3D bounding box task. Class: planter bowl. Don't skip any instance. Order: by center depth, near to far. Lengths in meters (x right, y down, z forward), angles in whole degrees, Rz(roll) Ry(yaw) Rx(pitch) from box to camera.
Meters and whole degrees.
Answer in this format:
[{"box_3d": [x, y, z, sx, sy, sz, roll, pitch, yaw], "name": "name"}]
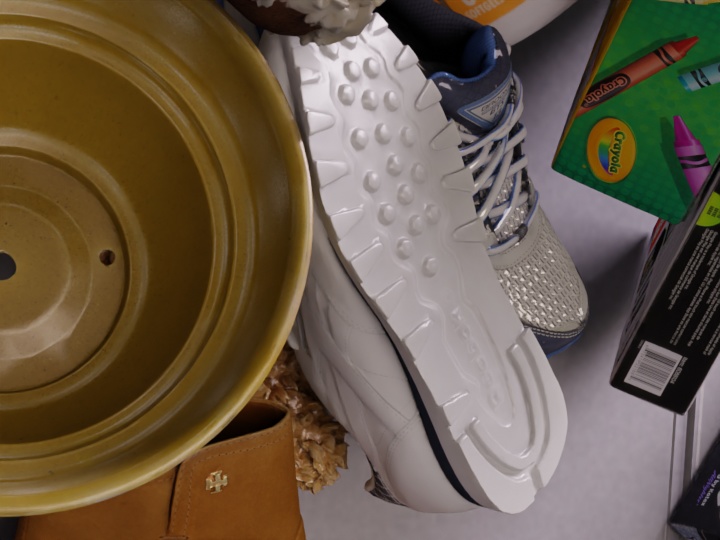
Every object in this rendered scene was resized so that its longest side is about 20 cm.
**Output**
[{"box_3d": [-0.120, -0.010, 0.779, 0.200, 0.083, 0.201, 3, 74, -10], "name": "planter bowl"}]

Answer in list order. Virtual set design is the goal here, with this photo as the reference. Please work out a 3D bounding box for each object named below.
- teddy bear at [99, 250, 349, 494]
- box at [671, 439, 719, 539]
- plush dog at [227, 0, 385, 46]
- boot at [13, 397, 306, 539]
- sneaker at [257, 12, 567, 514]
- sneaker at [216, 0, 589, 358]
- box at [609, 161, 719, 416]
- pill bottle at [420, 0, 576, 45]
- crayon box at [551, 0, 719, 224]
[{"box_3d": [-0.022, 0.013, 0.893, 0.200, 0.067, 0.145, 31, 75, -26], "name": "teddy bear"}, {"box_3d": [0.262, 0.122, 1.023, 0.200, 0.115, 0.132, 40, 74, -23], "name": "box"}, {"box_3d": [0.052, -0.165, 0.741, 0.172, 0.200, 0.161, -5, 84, -49], "name": "plush dog"}, {"box_3d": [-0.033, 0.114, 0.864, 0.201, 0.071, 0.144, 0, 119, -22], "name": "boot"}, {"box_3d": [0.000, 0.000, 0.825, 0.076, 0.080, 0.200, -33, 109, -40], "name": "sneaker"}, {"box_3d": [0.027, -0.047, 0.861, 0.200, 0.085, 0.077, 49, 48, -16], "name": "sneaker"}, {"box_3d": [0.157, -0.049, 0.904, 0.035, 0.200, 0.110, 23, 41, 1], "name": "box"}, {"box_3d": [0.011, -0.185, 0.873, 0.200, 0.116, 0.116, 47, 71, -21], "name": "pill bottle"}, {"box_3d": [0.140, -0.131, 0.896, 0.058, 0.119, 0.200, 23, 49, 1], "name": "crayon box"}]
